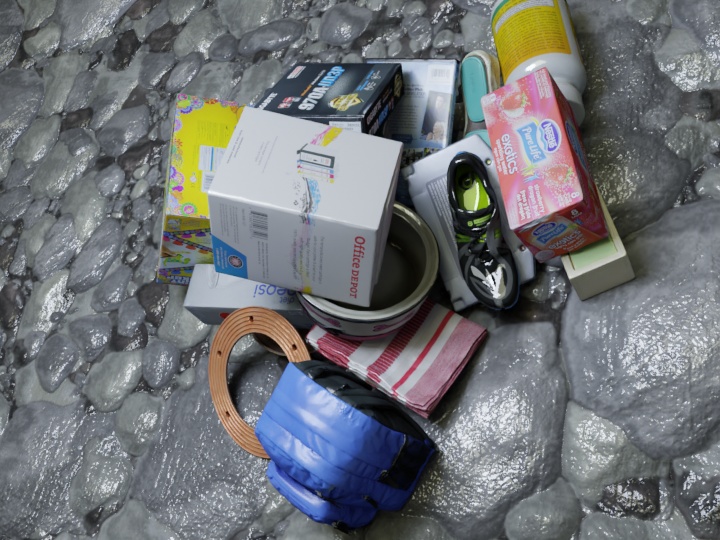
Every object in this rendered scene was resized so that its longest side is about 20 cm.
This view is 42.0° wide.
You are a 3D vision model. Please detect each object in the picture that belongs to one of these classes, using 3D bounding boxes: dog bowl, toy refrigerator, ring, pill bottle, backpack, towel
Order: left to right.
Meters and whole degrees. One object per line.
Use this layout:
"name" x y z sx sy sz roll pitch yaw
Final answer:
"ring" -0.129 0.148 1.247 0.198 0.019 0.205 5 97 37
"backpack" -0.026 0.209 1.100 0.161 0.200 0.170 24 80 34
"dog bowl" 0.000 0.000 1.195 0.196 0.074 0.203 2 53 -3
"towel" 0.044 0.083 1.200 0.198 0.023 0.145 28 62 24
"pill bottle" 0.245 -0.283 1.278 0.111 0.113 0.203 -17 58 18
"toy refrigerator" 0.271 -0.074 1.180 0.075 0.070 0.203 -23 56 15

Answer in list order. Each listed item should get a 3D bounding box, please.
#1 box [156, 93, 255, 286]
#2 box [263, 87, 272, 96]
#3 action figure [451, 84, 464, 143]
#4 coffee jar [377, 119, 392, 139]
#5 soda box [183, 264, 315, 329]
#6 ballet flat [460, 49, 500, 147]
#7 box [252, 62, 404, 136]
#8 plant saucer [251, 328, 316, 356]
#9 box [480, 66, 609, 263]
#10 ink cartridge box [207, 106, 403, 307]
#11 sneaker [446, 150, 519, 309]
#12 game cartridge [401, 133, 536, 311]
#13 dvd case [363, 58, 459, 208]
"box" -0.224 -0.109 1.359 0.120 0.193 0.203 6 61 -14
"box" -0.082 -0.168 1.355 0.158 0.043 0.204 2 81 37
"action figure" 0.059 -0.170 1.345 0.191 0.104 0.204 1 86 35
"coffee jar" -0.058 -0.151 1.237 0.196 0.087 0.105 -3 29 8
"soda box" -0.143 0.035 1.295 0.197 0.064 0.069 1 64 27
"ballet flat" 0.175 -0.197 1.281 0.067 0.062 0.204 5 102 38
"box" -0.041 -0.214 1.208 0.156 0.047 0.201 3 31 17
"plant saucer" -0.071 0.031 1.321 0.197 0.037 0.204 -12 60 21
"box" 0.221 -0.127 1.133 0.094 0.099 0.203 -22 56 24
"ink cartridge box" -0.062 -0.074 1.106 0.196 0.148 0.146 13 53 4
"sneaker" 0.143 -0.048 1.154 0.070 0.083 0.203 -15 86 13
"game cartridge" 0.147 -0.065 1.214 0.131 0.041 0.203 -23 83 17
"dvd case" 0.058 -0.189 1.283 0.140 0.017 0.204 7 90 27
